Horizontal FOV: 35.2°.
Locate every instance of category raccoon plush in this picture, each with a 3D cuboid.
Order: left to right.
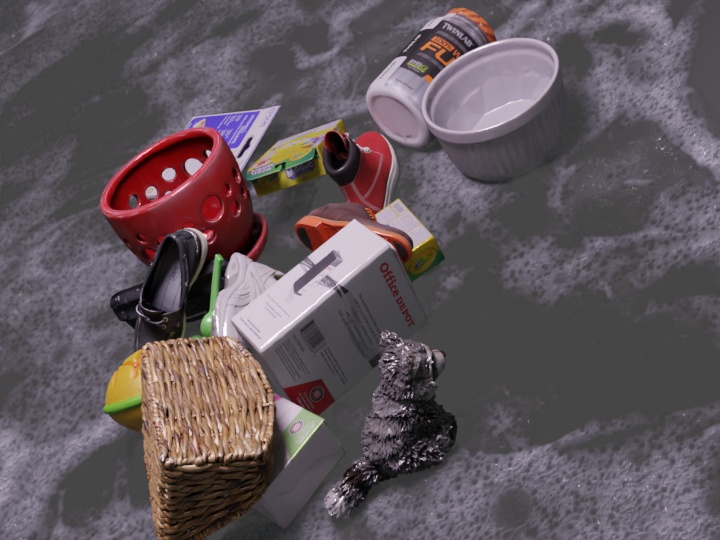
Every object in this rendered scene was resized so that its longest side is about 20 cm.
[{"bbox_3d":[0.025,0.165,1.217,0.096,0.135,0.200,18,58,43],"label":"raccoon plush"}]

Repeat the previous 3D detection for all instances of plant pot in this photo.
[{"bbox_3d":[-0.244,-0.074,1.617,0.198,0.184,0.201,-20,31,13],"label":"plant pot"}]

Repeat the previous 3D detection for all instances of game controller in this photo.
[{"bbox_3d":[-0.244,0.037,1.568,0.198,0.104,0.043,-18,63,16],"label":"game controller"}]

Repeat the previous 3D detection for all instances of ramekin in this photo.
[{"bbox_3d":[0.192,-0.216,1.555,0.198,0.106,0.202,-18,40,15],"label":"ramekin"}]

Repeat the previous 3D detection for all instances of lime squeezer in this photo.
[{"bbox_3d":[-0.220,0.079,1.510,0.071,0.038,0.201,41,117,15],"label":"lime squeezer"}]

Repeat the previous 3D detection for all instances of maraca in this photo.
[{"bbox_3d":[-0.234,0.140,1.447,0.198,0.108,0.137,-23,6,-14],"label":"maraca"}]

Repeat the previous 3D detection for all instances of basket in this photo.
[{"bbox_3d":[-0.168,0.191,1.271,0.141,0.151,0.201,-4,37,-16],"label":"basket"}]

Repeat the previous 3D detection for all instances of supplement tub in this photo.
[{"bbox_3d":[0.110,-0.288,1.677,0.122,0.123,0.201,16,57,44],"label":"supplement tub"}]

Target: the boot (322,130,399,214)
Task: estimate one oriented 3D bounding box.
[{"bbox_3d":[-0.005,-0.167,1.602,0.072,0.145,0.201,-18,38,18],"label":"boot"}]

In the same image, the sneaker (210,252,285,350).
[{"bbox_3d":[-0.132,0.052,1.423,0.098,0.079,0.201,9,40,-1],"label":"sneaker"}]

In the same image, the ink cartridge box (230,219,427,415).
[{"bbox_3d":[-0.034,0.060,1.363,0.199,0.145,0.084,-38,42,-11],"label":"ink cartridge box"}]

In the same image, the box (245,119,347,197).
[{"bbox_3d":[-0.090,-0.165,1.678,0.116,0.049,0.200,-17,14,18],"label":"box"}]

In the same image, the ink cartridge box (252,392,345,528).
[{"bbox_3d":[-0.127,0.204,1.333,0.199,0.068,0.117,21,62,45],"label":"ink cartridge box"}]

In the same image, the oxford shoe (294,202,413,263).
[{"bbox_3d":[0.001,-0.056,1.458,0.199,0.072,0.073,15,52,43],"label":"oxford shoe"}]

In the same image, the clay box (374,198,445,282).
[{"bbox_3d":[0.000,0.000,1.491,0.199,0.048,0.115,-35,37,-3],"label":"clay box"}]

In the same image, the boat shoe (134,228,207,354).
[{"bbox_3d":[-0.261,0.040,1.487,0.074,0.066,0.201,28,98,18],"label":"boat shoe"}]

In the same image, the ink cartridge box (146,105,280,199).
[{"bbox_3d":[-0.237,-0.183,1.857,0.198,0.044,0.199,-2,46,35],"label":"ink cartridge box"}]
